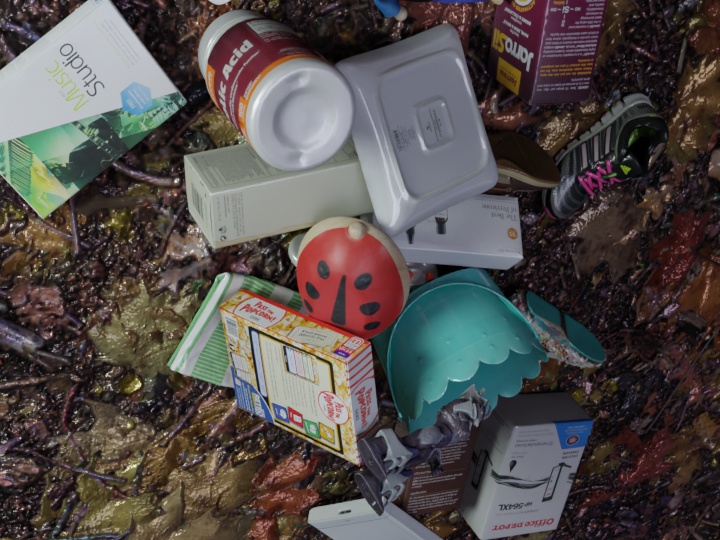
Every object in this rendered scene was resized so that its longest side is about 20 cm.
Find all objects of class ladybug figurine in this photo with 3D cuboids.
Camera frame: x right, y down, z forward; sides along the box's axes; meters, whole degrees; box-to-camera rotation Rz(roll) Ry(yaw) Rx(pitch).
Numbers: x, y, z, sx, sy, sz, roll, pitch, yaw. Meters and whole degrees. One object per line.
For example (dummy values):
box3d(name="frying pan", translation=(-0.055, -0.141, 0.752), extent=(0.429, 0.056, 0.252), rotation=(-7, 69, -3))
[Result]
box3d(name="ladybug figurine", translation=(-0.014, 0.018, 1.333), extent=(0.134, 0.072, 0.201), rotation=(15, 145, 10))

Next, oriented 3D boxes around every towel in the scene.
box3d(name="towel", translation=(-0.122, 0.088, 1.465), extent=(0.199, 0.023, 0.154), rotation=(22, 105, -35))

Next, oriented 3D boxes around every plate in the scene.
box3d(name="plate", translation=(0.074, -0.162, 1.329), extent=(0.199, 0.032, 0.202), rotation=(-26, 105, -37))

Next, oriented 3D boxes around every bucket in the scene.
box3d(name="bucket", translation=(0.118, 0.102, 1.486), extent=(0.205, 0.136, 0.208), rotation=(-25, 157, -12))

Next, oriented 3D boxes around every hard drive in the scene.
box3d(name="hard drive", translation=(0.036, 0.380, 1.673), extent=(0.131, 0.027, 0.200), rotation=(-17, 138, 33))

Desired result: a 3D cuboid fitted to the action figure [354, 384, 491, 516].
box3d(name="action figure", translation=(0.083, 0.201, 1.377), extent=(0.199, 0.069, 0.131), rotation=(-25, 149, -34))

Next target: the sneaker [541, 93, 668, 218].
box3d(name="sneaker", translation=(0.320, -0.139, 1.524), extent=(0.200, 0.088, 0.074), rotation=(-45, 128, 3))

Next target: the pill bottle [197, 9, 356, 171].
box3d(name="pill bottle", translation=(-0.093, -0.191, 1.204), extent=(0.113, 0.200, 0.115), rotation=(-13, 123, -21))

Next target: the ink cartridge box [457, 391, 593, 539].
box3d(name="ink cartridge box", translation=(0.240, 0.286, 1.734), extent=(0.144, 0.084, 0.202), rotation=(-1, 117, -27))

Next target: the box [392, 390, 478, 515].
box3d(name="box", translation=(0.100, 0.237, 1.641), extent=(0.099, 0.075, 0.202), rotation=(-3, 121, -25))

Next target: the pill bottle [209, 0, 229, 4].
box3d(name="pill bottle", translation=(-0.190, -0.343, 1.119), extent=(0.199, 0.112, 0.113), rotation=(32, 100, -38))

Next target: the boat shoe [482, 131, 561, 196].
box3d(name="boat shoe", translation=(0.164, -0.126, 1.473), extent=(0.198, 0.073, 0.072), rotation=(4, 147, -38))

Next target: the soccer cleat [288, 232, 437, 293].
box3d(name="soccer cleat", translation=(0.000, 0.000, 1.453), extent=(0.198, 0.070, 0.078), rotation=(10, 155, -20))

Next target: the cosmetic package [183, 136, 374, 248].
box3d(name="cosmetic package", translation=(-0.089, -0.098, 1.324), extent=(0.198, 0.104, 0.074), rotation=(-12, 124, -20))

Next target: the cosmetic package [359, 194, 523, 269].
box3d(name="cosmetic package", translation=(0.099, -0.053, 1.438), extent=(0.197, 0.051, 0.084), rotation=(4, 73, -20))

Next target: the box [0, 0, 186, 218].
box3d(name="box", translation=(-0.298, -0.168, 1.214), extent=(0.199, 0.036, 0.145), rotation=(-39, 128, -1))

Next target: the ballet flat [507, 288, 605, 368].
box3d(name="ballet flat", translation=(0.263, 0.086, 1.651), extent=(0.064, 0.076, 0.199), rotation=(-31, 131, 32))

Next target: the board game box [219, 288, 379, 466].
box3d(name="board game box", translation=(-0.071, 0.124, 1.375), extent=(0.046, 0.198, 0.153), rotation=(-36, 134, -38))

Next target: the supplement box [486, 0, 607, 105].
box3d(name="supplement box", translation=(0.218, -0.306, 1.358), extent=(0.085, 0.110, 0.202), rotation=(-7, 121, -23))

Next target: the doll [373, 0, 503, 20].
box3d(name="doll", translation=(0.067, -0.337, 1.299), extent=(0.197, 0.049, 0.138), rotation=(-4, 129, -18))
